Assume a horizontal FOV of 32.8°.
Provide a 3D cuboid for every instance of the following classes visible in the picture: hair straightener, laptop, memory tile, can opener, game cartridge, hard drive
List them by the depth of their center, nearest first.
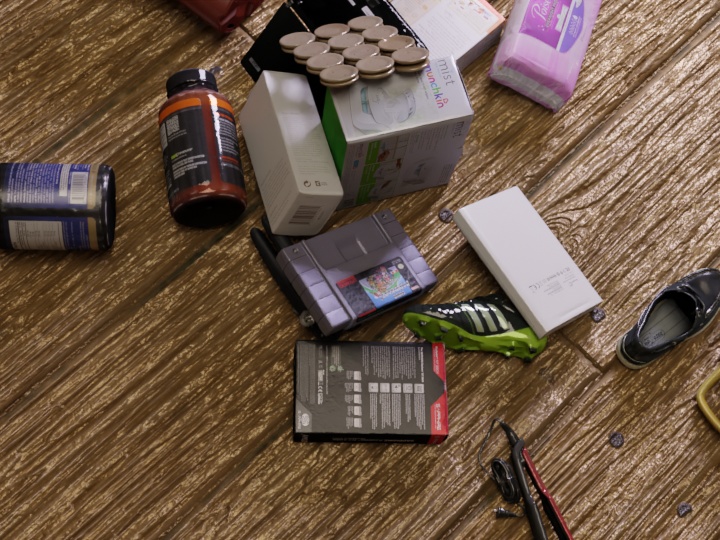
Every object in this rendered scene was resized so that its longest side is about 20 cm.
[{"bbox_3d":[0.202,0.283,1.548,0.076,0.041,0.202,-18,72,-13],"label":"hair straightener"},{"bbox_3d":[-0.009,-0.286,1.598,0.151,0.017,0.200,-18,32,-16],"label":"memory tile"},{"bbox_3d":[0.000,0.000,1.604,0.199,0.039,0.130,-22,67,-39],"label":"game cartridge"},{"bbox_3d":[-0.083,0.014,1.623,0.200,0.078,0.063,48,110,16],"label":"can opener"},{"bbox_3d":[0.226,-0.014,1.651,0.131,0.026,0.201,-22,70,-41],"label":"hard drive"},{"bbox_3d":[-0.038,-0.303,1.729,0.199,0.104,0.178,-33,76,-21],"label":"laptop"}]

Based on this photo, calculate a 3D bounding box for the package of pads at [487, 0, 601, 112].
[{"bbox_3d":[0.270,-0.344,1.778,0.119,0.076,0.202,26,68,-13],"label":"package of pads"}]

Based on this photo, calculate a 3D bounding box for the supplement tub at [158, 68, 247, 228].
[{"bbox_3d":[-0.215,-0.167,1.647,0.105,0.107,0.203,-7,69,-9],"label":"supplement tub"}]

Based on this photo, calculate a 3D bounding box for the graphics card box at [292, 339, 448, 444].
[{"bbox_3d":[0.011,0.156,1.573,0.197,0.051,0.127,1,69,-7],"label":"graphics card box"}]

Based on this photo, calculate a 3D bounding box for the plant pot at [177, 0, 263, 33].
[{"bbox_3d":[-0.220,-0.453,1.725,0.195,0.201,0.201,41,69,1],"label":"plant pot"}]

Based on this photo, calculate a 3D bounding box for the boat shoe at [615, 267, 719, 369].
[{"bbox_3d":[0.429,0.055,1.650,0.198,0.066,0.075,-31,74,-17],"label":"boat shoe"}]

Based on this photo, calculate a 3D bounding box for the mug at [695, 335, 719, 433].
[{"bbox_3d":[0.539,0.123,1.599,0.185,0.150,0.154,-29,66,-23],"label":"mug"}]

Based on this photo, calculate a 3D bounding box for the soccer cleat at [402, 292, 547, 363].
[{"bbox_3d":[0.151,0.066,1.622,0.197,0.068,0.082,12,58,-9],"label":"soccer cleat"}]

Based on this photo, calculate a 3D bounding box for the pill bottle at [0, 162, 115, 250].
[{"bbox_3d":[-0.421,-0.083,1.587,0.197,0.112,0.113,1,68,-6],"label":"pill bottle"}]

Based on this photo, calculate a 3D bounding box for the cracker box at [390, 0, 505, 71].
[{"bbox_3d":[0.094,-0.337,1.774,0.199,0.058,0.134,-40,76,-19],"label":"cracker box"}]

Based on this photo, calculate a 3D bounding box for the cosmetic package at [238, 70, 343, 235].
[{"bbox_3d":[-0.095,-0.157,1.638,0.073,0.102,0.202,1,59,-30],"label":"cosmetic package"}]

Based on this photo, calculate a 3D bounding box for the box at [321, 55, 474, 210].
[{"bbox_3d":[0.043,-0.177,1.629,0.174,0.200,0.098,-15,70,-11],"label":"box"}]
